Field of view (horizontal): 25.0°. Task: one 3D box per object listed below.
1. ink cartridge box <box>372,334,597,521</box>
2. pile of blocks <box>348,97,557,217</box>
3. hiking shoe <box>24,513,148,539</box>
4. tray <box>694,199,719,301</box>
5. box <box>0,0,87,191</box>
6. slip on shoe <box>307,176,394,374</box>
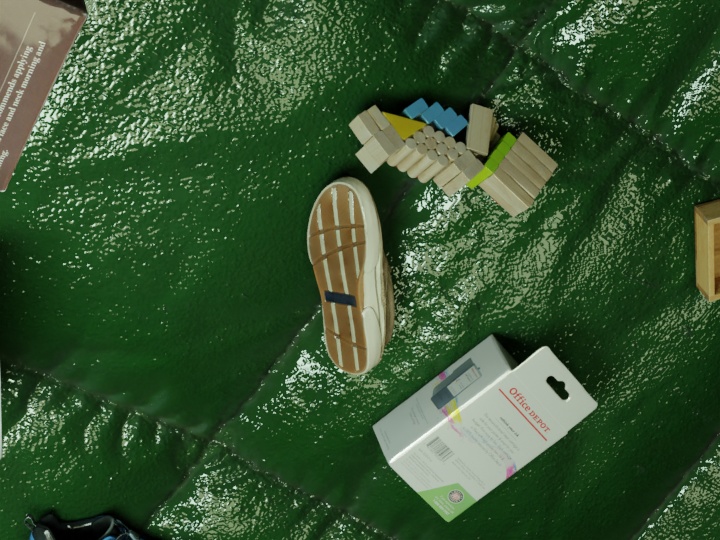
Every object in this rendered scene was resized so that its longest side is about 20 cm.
[{"bbox_3d":[0.128,0.149,1.655,0.200,0.067,0.117,-37,124,9],"label":"ink cartridge box"},{"bbox_3d":[0.079,-0.109,1.494,0.199,0.083,0.062,19,157,-17],"label":"pile of blocks"},{"bbox_3d":[-0.239,0.289,1.622,0.199,0.075,0.087,4,120,-20],"label":"hiking shoe"},{"bbox_3d":[0.439,-0.042,1.653,0.199,0.037,0.099,-15,124,-9],"label":"tray"},{"bbox_3d":[-0.336,-0.193,1.236,0.199,0.165,0.166,20,114,-27],"label":"box"},{"bbox_3d":[0.000,0.000,1.530,0.061,0.076,0.201,-35,127,-45],"label":"slip on shoe"}]
